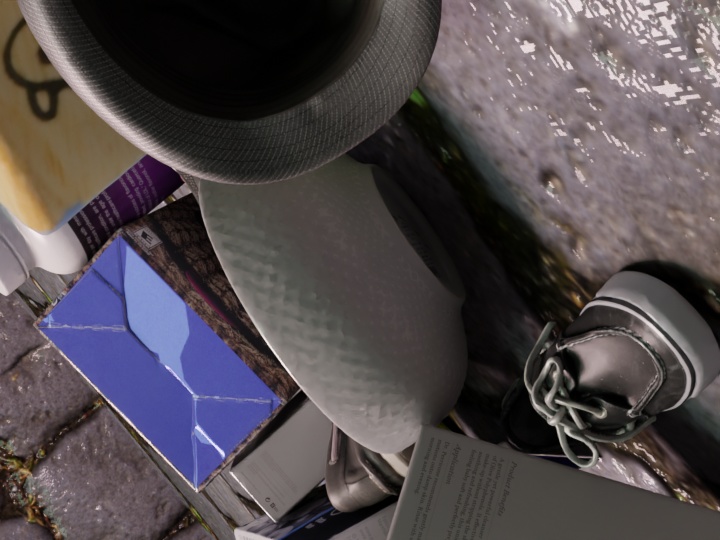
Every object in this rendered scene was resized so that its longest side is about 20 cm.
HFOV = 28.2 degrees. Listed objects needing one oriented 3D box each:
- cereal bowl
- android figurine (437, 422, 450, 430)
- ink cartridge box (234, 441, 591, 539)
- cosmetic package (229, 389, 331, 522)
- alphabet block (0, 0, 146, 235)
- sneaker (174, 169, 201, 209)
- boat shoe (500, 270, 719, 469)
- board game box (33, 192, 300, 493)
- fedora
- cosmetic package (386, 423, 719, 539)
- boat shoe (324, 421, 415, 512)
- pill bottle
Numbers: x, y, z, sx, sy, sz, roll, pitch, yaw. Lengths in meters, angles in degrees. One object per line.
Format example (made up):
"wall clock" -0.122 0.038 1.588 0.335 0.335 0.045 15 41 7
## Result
"cereal bowl" 0.000 0.000 0.819 0.200 0.083 0.200 51 -167 -17
"android figurine" 0.034 0.146 1.171 0.200 0.041 0.182 44 163 9
"ink cartridge box" 0.030 0.151 0.957 0.044 0.199 0.198 67 161 -1
"cosmetic package" -0.045 0.126 1.033 0.051 0.083 0.200 47 177 0
"alphabet block" -0.187 -0.180 0.773 0.196 0.195 0.200 35 159 33
"sneaker" -0.068 -0.044 0.935 0.087 0.080 0.200 63 -179 23
"boat shoe" 0.116 0.058 0.737 0.074 0.068 0.199 49 163 0
"board game box" -0.108 0.038 1.024 0.159 0.097 0.200 45 -161 0
"fedora" -0.062 -0.147 0.645 0.200 0.177 0.090 47 -166 -21
"cosmetic package" 0.113 0.163 0.762 0.199 0.108 0.085 17 167 7
"boat shoe" 0.004 0.083 0.928 0.067 0.057 0.200 47 -162 -18
"pill bottle" -0.186 -0.076 0.971 0.112 0.200 0.113 42 162 18
